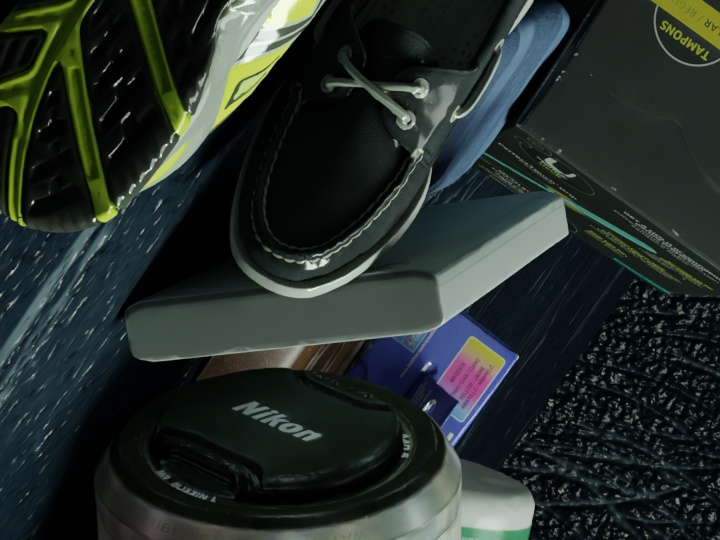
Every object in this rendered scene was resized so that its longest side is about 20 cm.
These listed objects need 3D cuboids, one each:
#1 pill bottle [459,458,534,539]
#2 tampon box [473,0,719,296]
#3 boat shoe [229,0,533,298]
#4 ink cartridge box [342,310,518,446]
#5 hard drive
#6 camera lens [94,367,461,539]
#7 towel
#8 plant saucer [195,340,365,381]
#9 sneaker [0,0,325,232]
[{"bbox_3d":[0.013,0.195,1.320,0.113,0.112,0.201,-10,113,-77],"label":"pill bottle"},{"bbox_3d":[0.153,-0.077,1.335,0.126,0.150,0.200,-56,-174,-4],"label":"tampon box"},{"bbox_3d":[0.013,-0.081,1.012,0.200,0.075,0.060,-62,174,-24],"label":"boat shoe"},{"bbox_3d":[0.014,0.079,1.468,0.137,0.076,0.200,-54,-179,-4],"label":"ink cartridge box"},{"bbox_3d":[0.000,0.000,1.106,0.200,0.131,0.027,-31,113,-69],"label":"hard drive"},{"bbox_3d":[-0.035,0.155,1.168,0.160,0.160,0.201,-40,136,-56],"label":"camera lens"},{"bbox_3d":[0.029,-0.077,1.166,0.112,0.048,0.200,-57,171,20],"label":"towel"},{"bbox_3d":[-0.032,0.039,1.329,0.200,0.034,0.200,-53,170,-13],"label":"plant saucer"},{"bbox_3d":[-0.035,-0.099,0.728,0.200,0.075,0.076,-45,180,11],"label":"sneaker"}]
